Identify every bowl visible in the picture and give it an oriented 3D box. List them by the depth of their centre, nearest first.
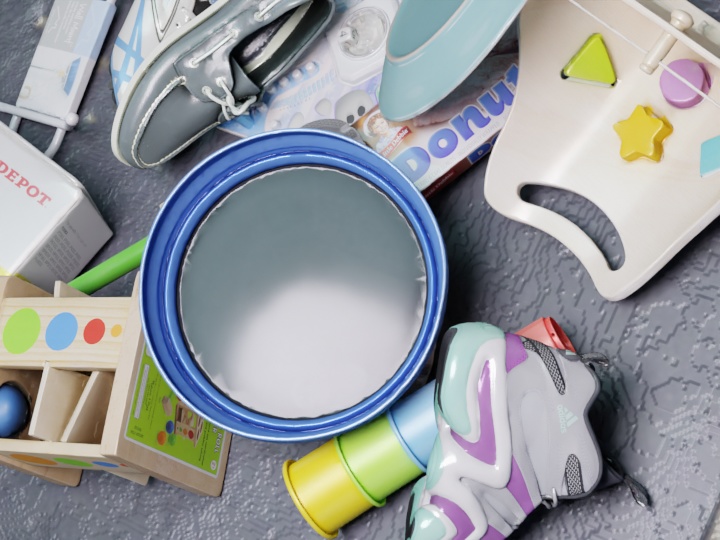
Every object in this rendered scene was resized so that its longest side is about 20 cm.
[{"bbox_3d":[-0.041,0.010,1.093,0.200,0.039,0.201,-2,80,11],"label":"bowl"}]

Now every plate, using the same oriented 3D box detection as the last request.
[{"bbox_3d":[0.066,-0.186,1.111,0.200,0.026,0.200,-49,20,24],"label":"plate"}]

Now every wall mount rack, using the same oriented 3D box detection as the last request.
[{"bbox_3d":[-0.234,-0.175,1.337,0.174,0.075,0.200,17,85,40],"label":"wall mount rack"}]

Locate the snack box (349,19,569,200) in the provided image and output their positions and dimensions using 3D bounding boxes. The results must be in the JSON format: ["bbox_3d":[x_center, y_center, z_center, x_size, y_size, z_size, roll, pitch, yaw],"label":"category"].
[{"bbox_3d":[0.091,-0.129,1.155,0.200,0.024,0.072,-38,69,4],"label":"snack box"}]

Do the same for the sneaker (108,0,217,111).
[{"bbox_3d":[-0.139,-0.180,1.297,0.072,0.072,0.200,-4,71,35],"label":"sneaker"}]

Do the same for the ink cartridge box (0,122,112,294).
[{"bbox_3d":[-0.306,-0.008,1.269,0.145,0.083,0.200,36,78,20],"label":"ink cartridge box"}]

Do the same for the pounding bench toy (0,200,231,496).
[{"bbox_3d":[-0.177,0.044,1.200,0.156,0.124,0.200,0,71,30],"label":"pounding bench toy"}]

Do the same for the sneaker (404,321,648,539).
[{"bbox_3d":[0.103,0.137,1.038,0.140,0.078,0.200,10,109,-1],"label":"sneaker"}]

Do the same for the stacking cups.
[{"bbox_3d":[0.044,0.093,1.095,0.200,0.060,0.061,-36,58,12],"label":"stacking cups"}]

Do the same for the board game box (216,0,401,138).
[{"bbox_3d":[0.002,-0.172,1.241,0.200,0.026,0.200,21,82,34],"label":"board game box"}]

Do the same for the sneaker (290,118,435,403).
[{"bbox_3d":[0.000,0.000,1.158,0.075,0.082,0.200,-11,78,-11],"label":"sneaker"}]

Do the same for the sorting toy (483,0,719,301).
[{"bbox_3d":[0.167,-0.084,1.076,0.200,0.107,0.180,41,105,27],"label":"sorting toy"}]

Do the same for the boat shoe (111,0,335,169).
[{"bbox_3d":[-0.097,-0.143,1.228,0.200,0.073,0.062,-46,52,1],"label":"boat shoe"}]
